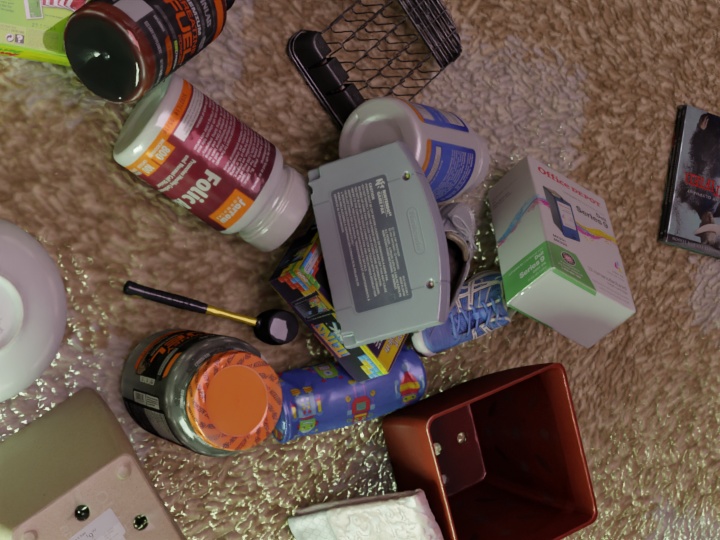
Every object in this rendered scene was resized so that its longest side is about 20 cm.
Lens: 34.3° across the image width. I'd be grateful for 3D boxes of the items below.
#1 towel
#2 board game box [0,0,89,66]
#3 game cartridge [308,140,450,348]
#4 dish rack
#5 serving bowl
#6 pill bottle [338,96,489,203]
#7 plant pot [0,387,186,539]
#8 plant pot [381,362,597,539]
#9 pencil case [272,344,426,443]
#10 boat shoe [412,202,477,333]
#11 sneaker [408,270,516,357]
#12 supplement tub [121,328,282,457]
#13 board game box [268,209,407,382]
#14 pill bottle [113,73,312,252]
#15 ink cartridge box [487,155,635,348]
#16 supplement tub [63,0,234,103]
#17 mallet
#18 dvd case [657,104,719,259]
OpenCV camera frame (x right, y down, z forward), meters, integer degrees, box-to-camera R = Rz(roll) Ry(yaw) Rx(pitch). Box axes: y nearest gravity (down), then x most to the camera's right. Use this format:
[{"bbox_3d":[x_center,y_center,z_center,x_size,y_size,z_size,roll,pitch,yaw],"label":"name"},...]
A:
[{"bbox_3d":[0.027,0.353,1.342,0.032,0.190,0.201,-39,110,-55],"label":"towel"},{"bbox_3d":[-0.375,-0.275,1.181,0.199,0.048,0.102,5,88,-30],"label":"board game box"},{"bbox_3d":[0.024,-0.029,1.242,0.041,0.132,0.201,10,67,-64],"label":"game cartridge"},{"bbox_3d":[0.027,-0.269,1.404,0.200,0.054,0.154,-45,112,-23],"label":"dish rack"},{"bbox_3d":[-0.387,0.042,1.170,0.199,0.066,0.202,-1,92,-30],"label":"serving bowl"},{"bbox_3d":[0.071,-0.136,1.365,0.200,0.111,0.113,2,90,-58],"label":"pill bottle"},{"bbox_3d":[-0.281,0.261,1.169,0.199,0.177,0.201,-33,107,-24],"label":"plant pot"},{"bbox_3d":[0.136,0.227,1.401,0.199,0.176,0.201,-19,100,-27],"label":"plant pot"},{"bbox_3d":[-0.020,0.139,1.368,0.199,0.087,0.078,-13,126,-27],"label":"pencil case"},{"bbox_3d":[0.101,-0.010,1.371,0.075,0.065,0.202,51,42,-20],"label":"boat shoe"},{"bbox_3d":[0.136,0.046,1.433,0.200,0.077,0.076,-30,106,-39],"label":"sneaker"},{"bbox_3d":[-0.165,0.126,1.217,0.122,0.200,0.124,0,91,-29],"label":"supplement tub"},{"bbox_3d":[0.000,0.000,1.348,0.166,0.057,0.200,51,43,-21],"label":"board game box"},{"bbox_3d":[-0.157,-0.112,1.267,0.200,0.114,0.115,35,75,-24],"label":"pill bottle"},{"bbox_3d":[0.246,-0.026,1.451,0.145,0.087,0.201,27,38,-28],"label":"ink cartridge box"},{"bbox_3d":[-0.211,-0.264,1.219,0.107,0.107,0.200,56,44,-18],"label":"supplement tub"},{"bbox_3d":[-0.162,0.044,1.294,0.199,0.066,0.041,17,81,-28],"label":"mallet"},{"bbox_3d":[0.503,-0.125,1.687,0.145,0.022,0.202,14,85,-29],"label":"dvd case"}]
